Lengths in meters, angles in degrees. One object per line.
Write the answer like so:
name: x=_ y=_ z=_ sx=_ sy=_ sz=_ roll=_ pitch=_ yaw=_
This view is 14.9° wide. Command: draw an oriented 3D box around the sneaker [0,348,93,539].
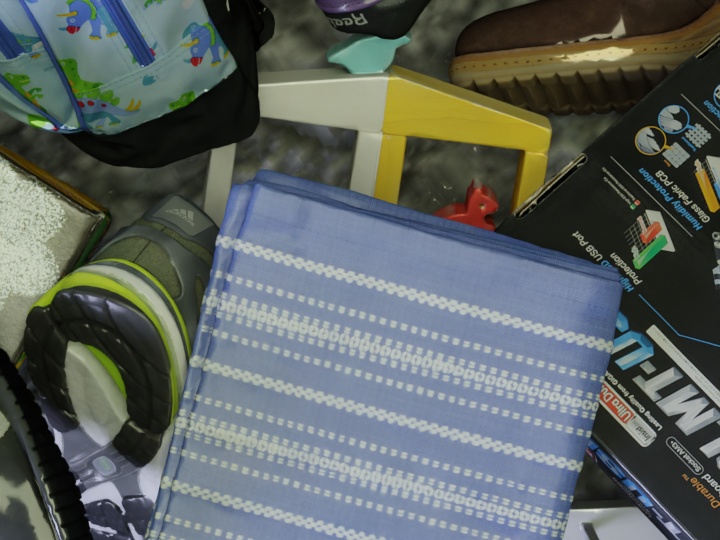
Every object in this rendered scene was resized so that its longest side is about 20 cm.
sneaker: x=-0.158 y=0.052 z=0.948 sx=0.088 sy=0.074 sz=0.200 roll=-30 pitch=84 yaw=-3

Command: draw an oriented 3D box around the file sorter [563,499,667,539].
file sorter: x=0.048 y=0.172 z=1.044 sx=0.199 sy=0.125 sz=0.139 roll=-2 pitch=100 yaw=-4

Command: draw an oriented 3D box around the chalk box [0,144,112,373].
chalk box: x=-0.196 y=0.032 z=1.039 sx=0.124 sy=0.124 sz=0.200 roll=32 pitch=89 yaw=-4

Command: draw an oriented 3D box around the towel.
towel: x=0.001 y=0.077 z=0.963 sx=0.144 sy=0.024 sz=0.201 roll=15 pitch=91 yaw=-4

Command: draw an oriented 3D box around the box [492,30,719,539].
box: x=0.167 y=0.012 z=0.996 sx=0.198 sy=0.050 sz=0.200 roll=-42 pitch=71 yaw=-6

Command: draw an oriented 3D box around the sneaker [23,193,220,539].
sneaker: x=-0.076 y=0.056 z=1.032 sx=0.074 sy=0.200 sz=0.081 roll=26 pitch=51 yaw=14

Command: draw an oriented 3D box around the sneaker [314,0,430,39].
sneaker: x=0.054 y=-0.159 z=1.050 sx=0.200 sy=0.076 sz=0.088 roll=-31 pitch=123 yaw=-22

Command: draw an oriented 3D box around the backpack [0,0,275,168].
backpack: x=-0.125 y=-0.147 z=0.981 sx=0.153 sy=0.200 sz=0.163 roll=-17 pitch=53 yaw=-5

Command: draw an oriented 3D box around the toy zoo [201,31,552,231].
toy zoo: x=0.000 y=0.000 z=1.071 sx=0.131 sy=0.020 sz=0.201 roll=8 pitch=108 yaw=-4

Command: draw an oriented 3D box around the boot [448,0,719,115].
boot: x=0.120 y=-0.155 z=1.098 sx=0.199 sy=0.072 sz=0.167 roll=-11 pitch=79 yaw=-2
